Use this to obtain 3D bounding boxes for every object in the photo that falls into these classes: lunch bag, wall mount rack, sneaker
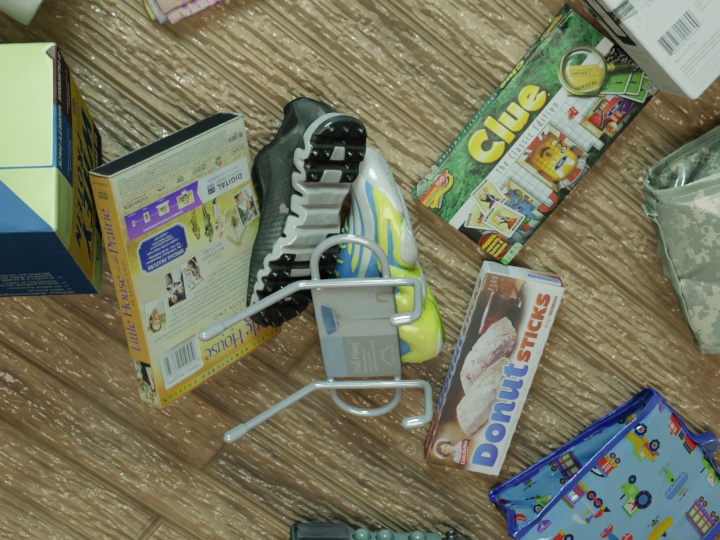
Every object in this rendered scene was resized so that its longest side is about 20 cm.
[{"bbox_3d":[0.245,0.212,1.242,0.200,0.094,0.151,-39,108,3],"label":"lunch bag"},{"bbox_3d":[-0.032,0.069,1.101,0.173,0.075,0.201,-3,129,6],"label":"wall mount rack"},{"bbox_3d":[-0.055,-0.051,1.103,0.066,0.091,0.201,0,122,-34],"label":"sneaker"},{"bbox_3d":[0.000,0.000,1.131,0.105,0.076,0.201,-17,115,5],"label":"sneaker"},{"bbox_3d":[0.335,-0.040,1.111,0.199,0.118,0.165,-22,115,1],"label":"lunch bag"}]

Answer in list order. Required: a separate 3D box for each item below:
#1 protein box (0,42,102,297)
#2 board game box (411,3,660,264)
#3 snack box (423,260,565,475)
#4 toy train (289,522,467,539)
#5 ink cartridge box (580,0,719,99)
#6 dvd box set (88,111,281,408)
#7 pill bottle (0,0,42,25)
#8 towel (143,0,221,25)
[{"bbox_3d":[-0.301,-0.064,0.996,0.198,0.200,0.136,-2,78,-3],"label":"protein box"},{"bbox_3d":[0.144,-0.108,1.121,0.105,0.023,0.200,35,108,-15],"label":"board game box"},{"bbox_3d":[0.115,0.089,1.200,0.072,0.024,0.201,11,117,-9],"label":"snack box"},{"bbox_3d":[0.014,0.293,1.264,0.199,0.085,0.115,3,104,-5],"label":"toy train"},{"bbox_3d":[0.218,-0.241,1.030,0.116,0.068,0.200,-46,110,2],"label":"ink cartridge box"},{"bbox_3d":[-0.135,-0.010,1.094,0.029,0.146,0.201,13,123,39],"label":"dvd box set"},{"bbox_3d":[-0.301,-0.269,0.972,0.200,0.113,0.113,32,109,-16],"label":"pill bottle"},{"bbox_3d":[-0.101,-0.287,1.026,0.199,0.023,0.144,-25,112,7],"label":"towel"}]
